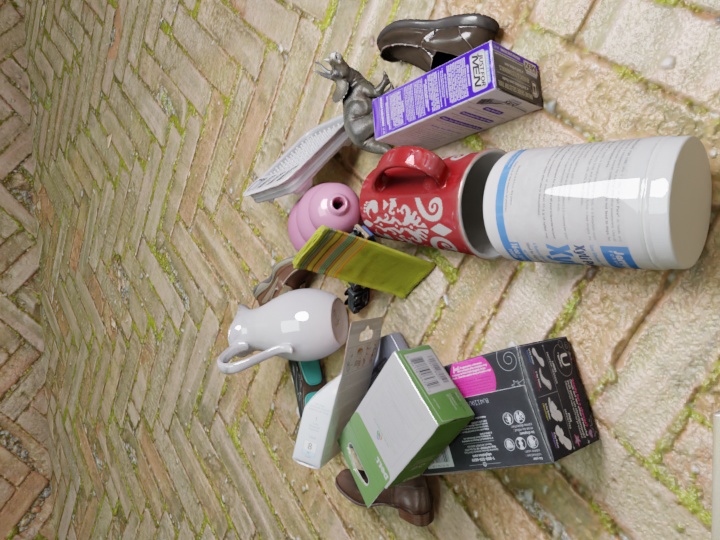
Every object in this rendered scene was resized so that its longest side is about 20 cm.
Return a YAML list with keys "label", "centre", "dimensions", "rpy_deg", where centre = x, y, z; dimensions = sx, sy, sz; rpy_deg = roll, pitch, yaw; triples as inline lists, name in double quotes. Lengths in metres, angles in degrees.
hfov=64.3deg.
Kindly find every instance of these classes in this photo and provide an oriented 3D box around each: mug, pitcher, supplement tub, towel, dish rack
- label: "mug"
  centre: [0.092, -0.109, 0.765]
  dimensions: [0.199, 0.133, 0.178]
  rpy_deg: [10, 136, 51]
- label: "pitcher"
  centre: [-0.131, 0.110, 0.965]
  dimensions: [0.198, 0.172, 0.122]
  rpy_deg: [-8, 120, 19]
- label: "supplement tub"
  centre: [0.246, -0.070, 0.613]
  dimensions: [0.199, 0.131, 0.133]
  rpy_deg: [6, 95, 47]
- label: "towel"
  centre: [0.008, -0.008, 0.821]
  dimensions: [0.086, 0.199, 0.018]
  rpy_deg: [-46, 41, 38]
- label: "dish rack"
  centre: [-0.092, -0.181, 0.953]
  dimensions: [0.044, 0.200, 0.171]
  rpy_deg: [50, 152, -22]

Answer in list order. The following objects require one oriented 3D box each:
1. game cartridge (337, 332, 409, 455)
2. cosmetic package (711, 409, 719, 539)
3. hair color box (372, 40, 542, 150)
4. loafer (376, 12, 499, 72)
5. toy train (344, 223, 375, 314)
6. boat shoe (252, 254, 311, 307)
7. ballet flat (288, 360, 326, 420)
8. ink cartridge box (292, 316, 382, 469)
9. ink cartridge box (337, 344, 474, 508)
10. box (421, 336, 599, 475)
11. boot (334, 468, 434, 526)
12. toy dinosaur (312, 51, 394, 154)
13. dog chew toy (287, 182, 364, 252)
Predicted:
- label: "game cartridge"
  centre: [0.024, 0.194, 0.922]
  dimensions: [0.200, 0.041, 0.134]
  rpy_deg: [-49, 61, 35]
- label: "cosmetic package"
  centre: [0.381, 0.231, 0.517]
  dimensions: [0.103, 0.073, 0.202]
  rpy_deg: [0, 90, 46]
- label: "hair color box"
  centre: [0.122, -0.220, 0.757]
  dimensions: [0.199, 0.109, 0.065]
  rpy_deg: [-9, 83, 46]
- label: "loafer"
  centre: [0.097, -0.311, 0.807]
  dimensions: [0.199, 0.073, 0.072]
  rpy_deg: [13, 98, 46]
- label: "toy train"
  centre: [0.000, 0.000, 0.883]
  dimensions: [0.034, 0.046, 0.201]
  rpy_deg: [46, 155, 27]
- label: "boat shoe"
  centre: [-0.132, 0.031, 1.064]
  dimensions: [0.200, 0.075, 0.072]
  rpy_deg: [-40, 66, 50]
- label: "ballet flat"
  centre: [-0.088, 0.221, 1.027]
  dimensions: [0.068, 0.067, 0.201]
  rpy_deg: [-51, 45, 46]
- label: "ink cartridge box"
  centre: [-0.028, 0.163, 0.825]
  dimensions: [0.047, 0.160, 0.202]
  rpy_deg: [13, 92, 18]
- label: "ink cartridge box"
  centre: [0.048, 0.197, 0.715]
  dimensions: [0.104, 0.059, 0.201]
  rpy_deg: [58, 136, 33]
- label: "box"
  centre: [0.166, 0.172, 0.714]
  dimensions: [0.199, 0.114, 0.133]
  rpy_deg: [-27, 72, 46]
- label: "boot"
  centre: [0.031, 0.264, 0.864]
  dimensions: [0.185, 0.064, 0.202]
  rpy_deg: [6, 112, 33]
- label: "toy dinosaur"
  centre: [0.011, -0.239, 0.882]
  dimensions: [0.102, 0.077, 0.202]
  rpy_deg: [-18, 96, 13]
- label: "dog chew toy"
  centre: [-0.049, -0.079, 0.892]
  dimensions: [0.200, 0.123, 0.126]
  rpy_deg: [142, 121, -77]
